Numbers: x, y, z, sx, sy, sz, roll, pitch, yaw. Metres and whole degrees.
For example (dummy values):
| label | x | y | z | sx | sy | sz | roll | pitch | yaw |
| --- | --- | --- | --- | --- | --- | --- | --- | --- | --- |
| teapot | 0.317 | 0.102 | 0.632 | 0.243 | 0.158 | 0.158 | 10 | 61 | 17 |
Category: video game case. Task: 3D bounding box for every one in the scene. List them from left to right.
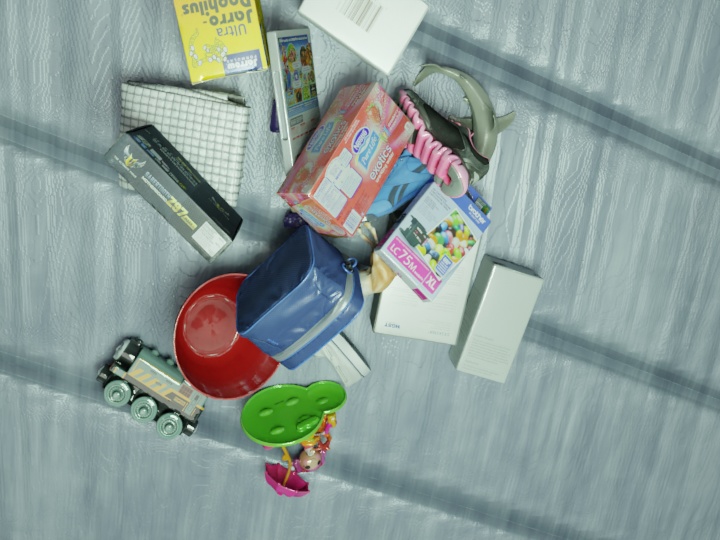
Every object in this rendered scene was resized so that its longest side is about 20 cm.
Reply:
| label | x | y | z | sx | sy | sz | roll | pitch | yaw |
| --- | --- | --- | --- | --- | --- | --- | --- | --- | --- |
| video game case | -0.095 | -0.259 | 1.069 | 0.018 | 0.143 | 0.205 | 0 | 109 | 17 |

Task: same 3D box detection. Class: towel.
| label | x | y | z | sx | sy | sz | roll | pitch | yaw |
| --- | --- | --- | --- | --- | --- | --- | --- | --- | --- |
| towel | -0.273 | -0.201 | 1.099 | 0.194 | 0.086 | 0.170 | 7 | 105 | -6 |

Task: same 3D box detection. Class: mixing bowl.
| label | x | y | z | sx | sy | sz | roll | pitch | yaw |
| --- | --- | --- | --- | --- | --- | --- | --- | --- | --- |
| mixing bowl | -0.229 | 0.100 | 1.165 | 0.196 | 0.108 | 0.206 | -5 | 99 | -31 |

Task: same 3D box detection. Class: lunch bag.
| label | x | y | z | sx | sy | sz | roll | pitch | yaw |
| --- | --- | --- | --- | --- | --- | --- | --- | --- | --- |
| lunch bag | -0.083 | 0.042 | 1.077 | 0.199 | 0.137 | 0.132 | -39 | 123 | 20 |

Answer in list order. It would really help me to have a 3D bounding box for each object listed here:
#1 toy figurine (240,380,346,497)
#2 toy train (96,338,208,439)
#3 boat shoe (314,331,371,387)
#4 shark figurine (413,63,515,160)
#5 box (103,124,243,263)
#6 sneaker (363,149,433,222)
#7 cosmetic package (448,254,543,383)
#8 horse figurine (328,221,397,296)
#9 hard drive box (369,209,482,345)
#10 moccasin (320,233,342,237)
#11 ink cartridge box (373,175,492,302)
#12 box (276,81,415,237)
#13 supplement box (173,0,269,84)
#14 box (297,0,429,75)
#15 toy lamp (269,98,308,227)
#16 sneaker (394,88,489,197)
| label | x | y | z | sx | sy | sz | roll | pitch | yaw |
| --- | --- | --- | --- | --- | --- | --- | --- | --- | --- |
| toy figurine | -0.111 | 0.318 | 1.272 | 0.196 | 0.150 | 0.188 | -19 | 125 | -25 |
| toy train | -0.354 | 0.204 | 1.219 | 0.198 | 0.085 | 0.115 | 36 | 89 | -13 |
| boat shoe | -0.061 | 0.124 | 1.224 | 0.065 | 0.074 | 0.201 | -38 | 106 | 2 |
| shark figurine | 0.183 | -0.262 | 1.125 | 0.127 | 0.090 | 0.217 | -32 | 109 | 3 |
| box | -0.257 | -0.113 | 0.997 | 0.051 | 0.158 | 0.200 | -41 | 103 | 6 |
| sneaker | 0.052 | -0.143 | 1.133 | 0.198 | 0.066 | 0.080 | -32 | 108 | -23 |
| cosmetic package | 0.237 | 0.086 | 1.245 | 0.099 | 0.074 | 0.205 | 16 | 103 | -11 |
| horse figurine | 0.000 | 0.000 | 1.147 | 0.197 | 0.050 | 0.134 | -27 | 99 | 25 |
| hard drive box | 0.108 | 0.012 | 1.205 | 0.152 | 0.077 | 0.205 | 10 | 106 | -8 |
| moccasin | -0.020 | -0.152 | 1.144 | 0.076 | 0.074 | 0.207 | 4 | 103 | -23 |
| ink cartridge box | 0.125 | -0.066 | 1.112 | 0.119 | 0.042 | 0.201 | 42 | 73 | -12 |
| box | -0.021 | -0.163 | 1.029 | 0.102 | 0.094 | 0.203 | 40 | 72 | -35 |
| supplement box | -0.190 | -0.337 | 1.002 | 0.106 | 0.201 | 0.112 | -11 | 109 | -2 |
| box | -0.002 | -0.374 | 1.009 | 0.150 | 0.201 | 0.108 | 31 | 104 | -14 |
| toy lamp | -0.111 | -0.174 | 1.136 | 0.057 | 0.058 | 0.205 | -8 | 108 | -3 |
| sneaker | 0.127 | -0.208 | 1.094 | 0.094 | 0.079 | 0.202 | -26 | 71 | -22 |
